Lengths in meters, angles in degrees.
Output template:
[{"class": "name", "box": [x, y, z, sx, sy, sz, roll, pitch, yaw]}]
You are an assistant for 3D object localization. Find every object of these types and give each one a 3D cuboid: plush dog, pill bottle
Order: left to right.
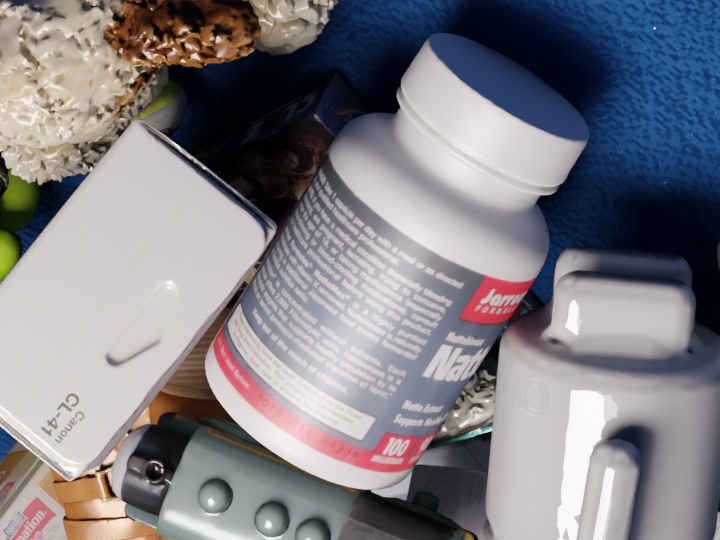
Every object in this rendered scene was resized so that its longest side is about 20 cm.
[{"class": "plush dog", "box": [-0.127, -0.119, 1.124, 0.200, 0.172, 0.161, -28, 113, 19]}, {"class": "pill bottle", "box": [0.021, -0.006, 1.181, 0.119, 0.120, 0.200, 31, 110, -2]}]

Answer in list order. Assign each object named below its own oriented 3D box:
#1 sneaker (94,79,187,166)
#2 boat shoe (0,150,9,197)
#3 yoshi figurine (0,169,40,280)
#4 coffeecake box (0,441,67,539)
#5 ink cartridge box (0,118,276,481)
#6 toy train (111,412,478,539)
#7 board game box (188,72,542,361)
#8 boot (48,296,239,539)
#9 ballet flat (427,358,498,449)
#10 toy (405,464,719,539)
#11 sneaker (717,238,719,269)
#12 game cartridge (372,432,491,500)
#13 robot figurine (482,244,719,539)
[{"class": "sneaker", "box": [-0.186, -0.109, 1.269, 0.199, 0.076, 0.077, 14, 129, 9]}, {"class": "boat shoe", "box": [-0.254, -0.010, 1.265, 0.072, 0.068, 0.200, 26, 136, -37]}, {"class": "yoshi figurine", "box": [-0.244, -0.028, 1.383, 0.200, 0.112, 0.112, -3, 90, 48]}, {"class": "coffeecake box", "box": [-0.132, 0.179, 1.448, 0.200, 0.154, 0.073, 47, 151, -19]}, {"class": "ink cartridge box", "box": [-0.116, 0.016, 1.159, 0.086, 0.148, 0.200, 38, 175, 0]}, {"class": "toy train", "box": [-0.030, 0.127, 1.228, 0.199, 0.085, 0.114, 22, 175, 11]}, {"class": "board game box", "box": [0.000, 0.000, 1.301, 0.135, 0.035, 0.200, -25, 116, 42]}, {"class": "boot", "box": [-0.155, 0.094, 1.323, 0.199, 0.074, 0.155, 0, 103, 0]}, {"class": "ballet flat", "box": [0.011, 0.076, 1.299, 0.200, 0.072, 0.072, -26, 116, 40]}, {"class": "toy", "box": [0.119, 0.148, 1.319, 0.199, 0.047, 0.115, 7, 130, -3]}, {"class": "sneaker", "box": [0.202, 0.058, 1.221, 0.086, 0.078, 0.200, -1, 130, 33]}, {"class": "game cartridge", "box": [0.055, 0.144, 1.412, 0.200, 0.042, 0.133, -18, 125, 39]}, {"class": "robot figurine", "box": [0.119, 0.091, 1.187, 0.112, 0.170, 0.201, 6, 107, 7]}]
